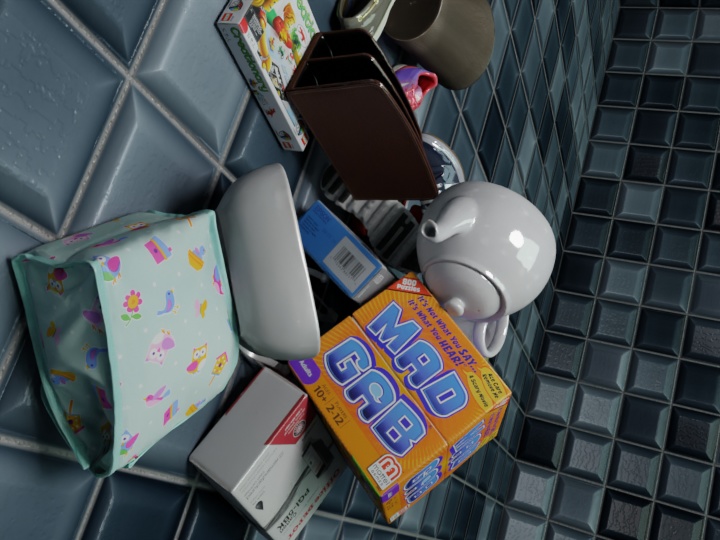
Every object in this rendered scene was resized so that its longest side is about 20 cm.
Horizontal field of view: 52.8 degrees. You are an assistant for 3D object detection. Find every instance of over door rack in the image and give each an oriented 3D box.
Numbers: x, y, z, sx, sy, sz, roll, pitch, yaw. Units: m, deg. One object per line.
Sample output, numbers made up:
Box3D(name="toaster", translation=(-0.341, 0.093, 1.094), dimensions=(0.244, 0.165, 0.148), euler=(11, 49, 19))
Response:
Box3D(name="over door rack", translation=(-0.086, 0.078, 0.972), dimensions=(0.150, 0.065, 0.201), euler=(-66, 152, -25))

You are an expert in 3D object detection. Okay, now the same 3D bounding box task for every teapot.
Box3D(name="teapot", translation=(0.148, -0.001, 0.931), dimensions=(0.148, 0.198, 0.198), euler=(-59, -177, -28))

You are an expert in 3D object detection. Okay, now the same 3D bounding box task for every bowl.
Box3D(name="bowl", translation=(-0.110, -0.001, 0.765), dimensions=(0.199, 0.073, 0.205), euler=(165, -85, -73))

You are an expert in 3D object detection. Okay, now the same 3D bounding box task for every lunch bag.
Box3D(name="lunch bag", translation=(-0.201, 0.061, 0.660), dimensions=(0.170, 0.120, 0.205), euler=(-36, 125, -57))

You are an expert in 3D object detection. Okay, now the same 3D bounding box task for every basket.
Box3D(name="basket", translation=(0.120, -0.399, 1.162), dimensions=(0.199, 0.133, 0.185), euler=(-4, 90, -60))

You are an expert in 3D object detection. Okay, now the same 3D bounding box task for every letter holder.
Box3D(name="letter holder", translation=(0.025, -0.189, 0.903), dimensions=(0.201, 0.140, 0.102), euler=(54, 51, -45))

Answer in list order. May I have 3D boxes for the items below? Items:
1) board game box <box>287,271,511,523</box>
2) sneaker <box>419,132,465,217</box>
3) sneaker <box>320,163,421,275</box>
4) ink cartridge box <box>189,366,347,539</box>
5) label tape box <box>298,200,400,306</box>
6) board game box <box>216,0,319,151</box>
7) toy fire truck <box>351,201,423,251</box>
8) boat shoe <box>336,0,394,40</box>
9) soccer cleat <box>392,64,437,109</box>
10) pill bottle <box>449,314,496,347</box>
Box3D(name="board game box", translation=(0.051, 0.172, 0.952), dimensions=(0.198, 0.201, 0.201), euler=(-34, 156, -12))
Box3D(name="sneaker", translation=(0.105, -0.092, 1.045), dimensions=(0.109, 0.069, 0.201), euler=(-57, 137, -28))
Box3D(name="sneaker", translation=(0.029, -0.078, 1.043), dimensions=(0.075, 0.201, 0.081), euler=(-42, 171, 9))
Box3D(name="ink cartridge box", translation=(-0.109, 0.246, 0.931), dimensions=(0.147, 0.082, 0.202), euler=(-50, 144, -23))
Box3D(name="label tape box", translation=(0.000, 0.000, 1.024), dimensions=(0.063, 0.144, 0.200), euler=(-45, 153, 2))
Box3D(name="board game box", translation=(-0.092, -0.259, 0.869), dimensions=(0.128, 0.034, 0.201), euler=(-68, 152, -26))
Box3D(name="toy fire truck", translation=(0.060, -0.110, 1.180), dimensions=(0.168, 0.110, 0.205), euler=(37, 66, -79))
Box3D(name="boat shoe", translation=(0.021, -0.410, 1.011), dimensions=(0.205, 0.071, 0.060), euler=(-70, 158, -13))
Box3D(name="soccer cleat", translation=(0.056, -0.266, 1.136), dimensions=(0.201, 0.072, 0.069), euler=(-55, 145, -43))
Box3D(name="pill bottle", translation=(0.157, 0.032, 1.134), dimensions=(0.202, 0.117, 0.121), euler=(-88, 168, -48))
